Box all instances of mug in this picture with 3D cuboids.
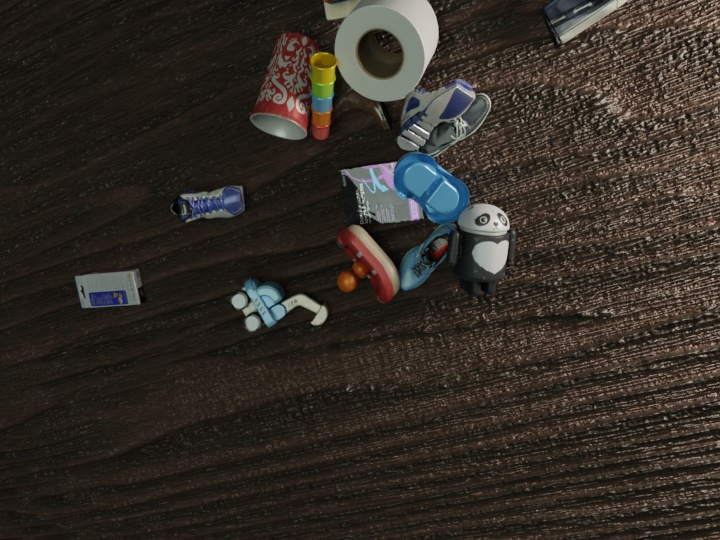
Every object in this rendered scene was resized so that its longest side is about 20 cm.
[{"bbox_3d":[-0.177,-0.421,1.519,0.175,0.132,0.205,5,78,45],"label":"mug"}]

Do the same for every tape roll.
[{"bbox_3d":[0.057,-0.485,1.414,0.198,0.140,0.206,11,132,12],"label":"tape roll"}]

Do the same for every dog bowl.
[{"bbox_3d":[0.156,-0.191,1.502,0.198,0.050,0.112,33,107,-22],"label":"dog bowl"}]

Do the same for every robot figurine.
[{"bbox_3d":[0.274,-0.048,1.502,0.122,0.150,0.205,11,107,26],"label":"robot figurine"}]

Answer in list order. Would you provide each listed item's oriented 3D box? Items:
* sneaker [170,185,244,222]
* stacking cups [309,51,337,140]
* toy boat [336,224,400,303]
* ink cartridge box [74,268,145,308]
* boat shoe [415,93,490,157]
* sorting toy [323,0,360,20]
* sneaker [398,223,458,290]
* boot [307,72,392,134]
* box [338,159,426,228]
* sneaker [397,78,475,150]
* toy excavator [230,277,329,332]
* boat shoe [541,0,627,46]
[{"bbox_3d":[-0.395,-0.159,1.663,0.195,0.115,0.082,-3,106,17],"label":"sneaker"},{"bbox_3d":[-0.081,-0.375,1.459,0.059,0.061,0.202,17,142,11],"label":"stacking cups"},{"bbox_3d":[0.000,0.000,1.575,0.130,0.131,0.201,-42,89,-8],"label":"toy boat"},{"bbox_3d":[-0.701,0.051,1.853,0.195,0.037,0.097,-5,103,14],"label":"ink cartridge box"},{"bbox_3d":[0.205,-0.323,1.488,0.198,0.062,0.076,-32,92,20],"label":"boat shoe"},{"bbox_3d":[-0.003,-0.676,1.456,0.194,0.070,0.205,-4,102,17],"label":"sorting toy"},{"bbox_3d":[0.151,-0.030,1.561,0.078,0.090,0.201,41,113,3],"label":"sneaker"},{"bbox_3d":[-0.043,-0.358,1.549,0.198,0.064,0.189,-32,81,18],"label":"boot"},{"bbox_3d":[0.051,-0.183,1.581,0.195,0.036,0.146,-5,102,18],"label":"box"},{"bbox_3d":[0.149,-0.367,1.453,0.080,0.117,0.198,23,137,-37],"label":"sneaker"},{"bbox_3d":[-0.203,0.085,1.696,0.198,0.100,0.197,-31,95,12],"label":"toy excavator"},{"bbox_3d":[0.464,-0.554,1.349,0.198,0.075,0.094,-31,101,21],"label":"boat shoe"}]
